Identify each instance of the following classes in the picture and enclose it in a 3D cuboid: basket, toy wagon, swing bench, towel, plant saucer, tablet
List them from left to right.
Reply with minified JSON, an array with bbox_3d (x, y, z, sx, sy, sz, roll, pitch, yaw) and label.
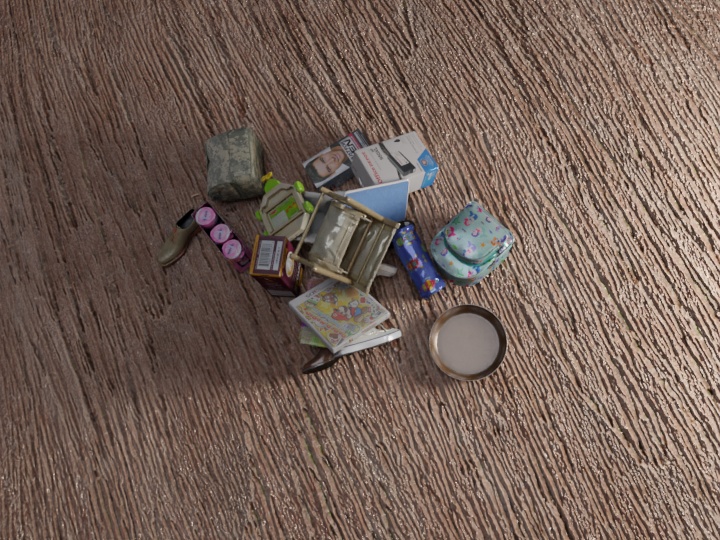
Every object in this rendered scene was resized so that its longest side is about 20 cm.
[{"bbox_3d":[-0.212,-0.176,1.658,0.155,0.040,0.201,-33,66,19],"label":"toy wagon"},{"bbox_3d":[-0.129,-0.136,1.699,0.199,0.123,0.136,12,85,29],"label":"basket"},{"bbox_3d":[-0.080,0.112,1.634,0.143,0.023,0.201,8,64,0],"label":"towel"},{"bbox_3d":[-0.037,-0.074,1.553,0.130,0.199,0.200,28,93,50],"label":"swing bench"},{"bbox_3d":[0.041,-0.173,1.655,0.199,0.131,0.014,-15,40,-23],"label":"tablet"},{"bbox_3d":[0.278,0.187,1.588,0.199,0.032,0.202,-3,71,10],"label":"plant saucer"}]

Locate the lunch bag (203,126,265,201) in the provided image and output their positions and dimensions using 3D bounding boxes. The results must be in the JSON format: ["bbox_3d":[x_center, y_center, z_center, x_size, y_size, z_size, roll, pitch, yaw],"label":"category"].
[{"bbox_3d":[-0.380,-0.311,1.825,0.167,0.139,0.201,-10,69,6],"label":"lunch bag"}]

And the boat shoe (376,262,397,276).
[{"bbox_3d":[0.000,0.000,1.689,0.199,0.072,0.069,10,95,7],"label":"boat shoe"}]

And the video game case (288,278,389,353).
[{"bbox_3d":[-0.056,0.100,1.577,0.181,0.023,0.200,-31,52,-24],"label":"video game case"}]

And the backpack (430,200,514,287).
[{"bbox_3d":[0.286,-0.064,1.617,0.200,0.151,0.178,-43,70,-1],"label":"backpack"}]

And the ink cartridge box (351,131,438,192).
[{"bbox_3d":[0.094,-0.287,1.725,0.199,0.084,0.145,-22,67,-19],"label":"ink cartridge box"}]

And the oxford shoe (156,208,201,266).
[{"bbox_3d":[-0.543,-0.103,1.819,0.070,0.075,0.201,31,80,18],"label":"oxford shoe"}]

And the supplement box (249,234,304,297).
[{"bbox_3d":[-0.221,-0.008,1.658,0.085,0.200,0.111,4,72,11],"label":"supplement box"}]

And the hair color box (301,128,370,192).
[{"bbox_3d":[-0.060,-0.318,1.809,0.199,0.061,0.099,-32,69,-1],"label":"hair color box"}]

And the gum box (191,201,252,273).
[{"bbox_3d":[-0.387,-0.091,1.764,0.066,0.114,0.200,-40,69,-5],"label":"gum box"}]

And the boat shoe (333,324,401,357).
[{"bbox_3d":[0.010,0.159,1.588,0.201,0.075,0.087,-12,79,-25],"label":"boat shoe"}]

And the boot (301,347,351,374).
[{"bbox_3d":[-0.111,0.157,1.654,0.186,0.064,0.201,-25,71,-13],"label":"boot"}]

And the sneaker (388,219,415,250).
[{"bbox_3d":[0.060,-0.091,1.685,0.199,0.104,0.060,-30,68,-1],"label":"sneaker"}]

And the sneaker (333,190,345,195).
[{"bbox_3d":[-0.017,-0.166,1.745,0.199,0.075,0.088,21,81,17],"label":"sneaker"}]

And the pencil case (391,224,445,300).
[{"bbox_3d":[0.153,-0.022,1.635,0.078,0.087,0.201,-31,86,24],"label":"pencil case"}]
